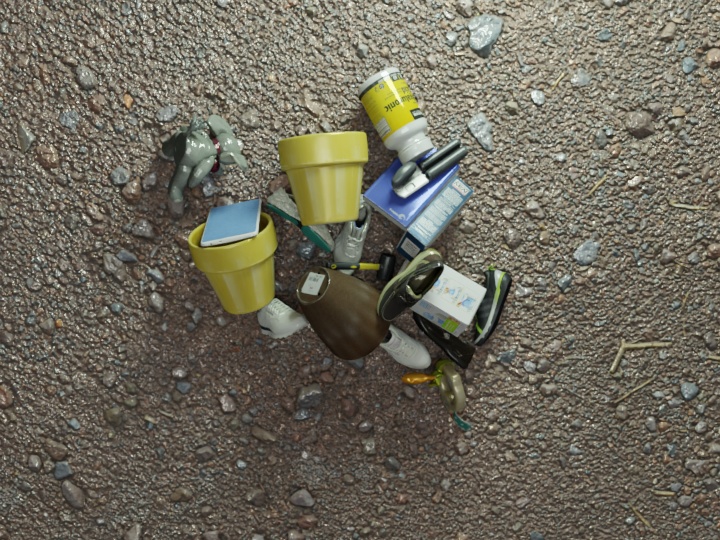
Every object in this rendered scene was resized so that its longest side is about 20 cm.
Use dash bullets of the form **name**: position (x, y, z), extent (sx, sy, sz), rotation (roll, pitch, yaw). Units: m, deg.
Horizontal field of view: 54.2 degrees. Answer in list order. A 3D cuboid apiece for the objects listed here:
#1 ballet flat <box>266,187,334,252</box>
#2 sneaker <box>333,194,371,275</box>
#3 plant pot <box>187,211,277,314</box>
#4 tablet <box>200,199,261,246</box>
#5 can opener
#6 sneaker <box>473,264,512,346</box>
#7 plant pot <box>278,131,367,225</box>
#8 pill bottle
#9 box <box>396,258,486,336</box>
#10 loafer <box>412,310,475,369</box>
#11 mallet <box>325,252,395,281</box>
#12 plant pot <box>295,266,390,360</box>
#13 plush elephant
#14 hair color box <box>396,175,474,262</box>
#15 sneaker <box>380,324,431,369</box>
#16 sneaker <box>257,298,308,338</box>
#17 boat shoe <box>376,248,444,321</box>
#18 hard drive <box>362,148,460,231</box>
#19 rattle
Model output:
- **ballet flat**: position (-0.131, -0.127, 1.674), extent (0.199, 0.072, 0.072), rotation (37, 98, -8)
- **sneaker**: position (-0.020, -0.080, 1.674), extent (0.073, 0.087, 0.203), rotation (12, 102, -6)
- **plant pot**: position (-0.281, -0.012, 1.635), extent (0.197, 0.201, 0.191), rotation (-11, 116, 1)
- **tablet**: position (-0.292, -0.111, 1.604), extent (0.128, 0.201, 0.014), rotation (-11, 117, 1)
- **can opener**: position (0.155, -0.236, 1.582), extent (0.199, 0.067, 0.054), rotation (-35, 69, -10)
- **sneaker**: position (0.309, 0.085, 1.739), extent (0.082, 0.072, 0.203), rotation (23, 101, 21)
- **plant pot**: position (-0.078, -0.202, 1.574), extent (0.197, 0.201, 0.192), rotation (-5, 95, -1)
- **pill bottle**: position (0.084, -0.345, 1.592), extent (0.110, 0.111, 0.202), rotation (-29, 89, 4)
- **box**: position (0.178, 0.052, 1.659), extent (0.198, 0.113, 0.102), rotation (31, 71, 5)
- **loafer**: position (0.209, 0.155, 1.742), extent (0.071, 0.073, 0.200), rotation (-46, 104, -3)
- **mallet**: position (0.000, 0.000, 1.669), extent (0.198, 0.041, 0.067), rotation (-8, 112, -35)
- **plant pot**: position (-0.056, 0.079, 1.612), extent (0.186, 0.188, 0.200), rotation (-41, 135, 6)
- **plush elephant**: position (-0.346, -0.267, 1.606), extent (0.153, 0.167, 0.200), rotation (6, 142, -38)
- **hair color box**: position (0.171, -0.116, 1.615), extent (0.060, 0.100, 0.200), rotation (40, 63, 6)
- **sneaker**: position (0.090, 0.186, 1.724), extent (0.199, 0.100, 0.075), rotation (35, 96, -9)
- **sneaker**: position (-0.193, 0.109, 1.659), extent (0.076, 0.199, 0.082), rotation (-20, 100, -33)
- **boat shoe**: position (0.109, 0.040, 1.553), extent (0.073, 0.065, 0.201), rotation (28, 110, -26)
- **hard drive**: position (0.118, -0.203, 1.622), extent (0.131, 0.025, 0.200), rotation (37, 75, 18)
- **rattle**: position (0.192, 0.331, 1.740), extent (0.142, 0.130, 0.202), rotation (-27, 129, -28)
